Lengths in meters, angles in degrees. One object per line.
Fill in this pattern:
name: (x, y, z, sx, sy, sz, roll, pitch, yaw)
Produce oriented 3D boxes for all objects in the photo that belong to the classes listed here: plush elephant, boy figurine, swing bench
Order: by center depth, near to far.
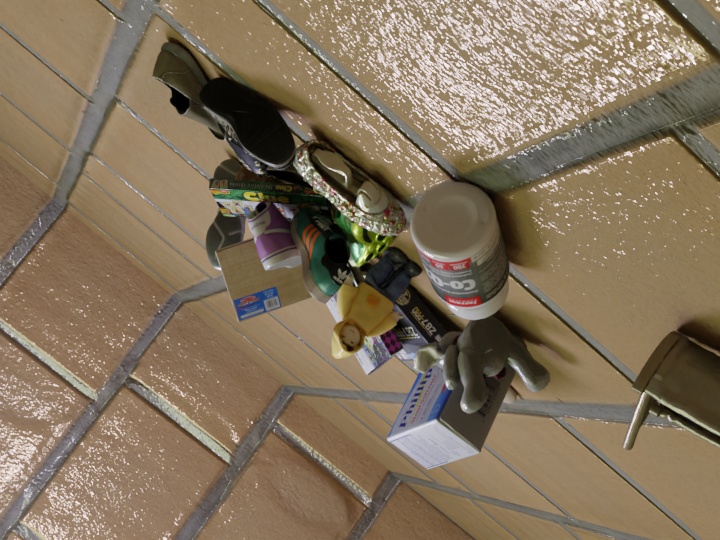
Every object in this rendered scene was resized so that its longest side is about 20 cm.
swing bench: (0.449, 0.184, 1.361, 0.198, 0.130, 0.201, 31, 158, 23)
plush elephant: (0.179, 0.145, 1.785, 0.202, 0.163, 0.155, 62, 155, 14)
boy figurine: (0.011, 0.056, 1.807, 0.124, 0.201, 0.064, 43, 164, -12)

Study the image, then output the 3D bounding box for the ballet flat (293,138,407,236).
ballet flat: (-0.015, -0.122, 1.592, 0.199, 0.076, 0.064, 34, 157, 1)

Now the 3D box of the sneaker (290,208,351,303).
sneaker: (-0.055, -0.039, 1.739, 0.071, 0.080, 0.201, 33, -153, -37)

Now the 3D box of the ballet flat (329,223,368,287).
ballet flat: (0.000, 0.000, 1.895, 0.068, 0.068, 0.202, -15, 109, 27)

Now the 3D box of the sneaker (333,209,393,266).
sneaker: (0.004, -0.070, 1.727, 0.084, 0.074, 0.200, 54, 170, 18)

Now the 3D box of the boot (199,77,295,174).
boot: (-0.151, -0.194, 1.664, 0.203, 0.073, 0.154, 42, 170, 29)

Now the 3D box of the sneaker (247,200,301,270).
sneaker: (-0.125, -0.067, 1.824, 0.115, 0.072, 0.200, 64, -165, 7)

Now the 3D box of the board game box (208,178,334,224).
board game box: (-0.147, -0.115, 1.828, 0.197, 0.024, 0.105, 5, 154, 11)

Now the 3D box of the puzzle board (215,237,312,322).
puzzle board: (-0.144, -0.004, 1.931, 0.017, 0.197, 0.152, -120, 14, -56)

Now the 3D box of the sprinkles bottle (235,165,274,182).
sprinkles bottle: (-0.168, -0.116, 1.947, 0.068, 0.069, 0.201, 30, 163, 21)

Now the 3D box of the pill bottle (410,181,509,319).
pill bottle: (0.140, -0.019, 1.465, 0.113, 0.114, 0.201, 28, 162, 28)

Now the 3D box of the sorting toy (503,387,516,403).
sorting toy: (0.186, 0.187, 2.105, 0.185, 0.037, 0.199, 45, 162, -26)

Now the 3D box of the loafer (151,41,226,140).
loafer: (-0.266, -0.268, 1.715, 0.075, 0.070, 0.200, 22, 158, 42)

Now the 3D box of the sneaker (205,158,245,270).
sneaker: (-0.228, -0.093, 1.958, 0.069, 0.203, 0.080, 1, 163, 15)

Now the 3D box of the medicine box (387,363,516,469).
medicine box: (0.162, 0.237, 1.945, 0.102, 0.183, 0.200, 36, 151, -12)

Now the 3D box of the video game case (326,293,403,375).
video game case: (-0.004, 0.085, 2.030, 0.202, 0.036, 0.181, 60, 160, 8)

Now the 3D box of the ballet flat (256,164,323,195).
ballet flat: (-0.105, -0.151, 1.746, 0.199, 0.047, 0.068, 25, 162, 36)

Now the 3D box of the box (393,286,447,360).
box: (0.077, 0.093, 2.015, 0.162, 0.049, 0.200, 49, 162, -11)
